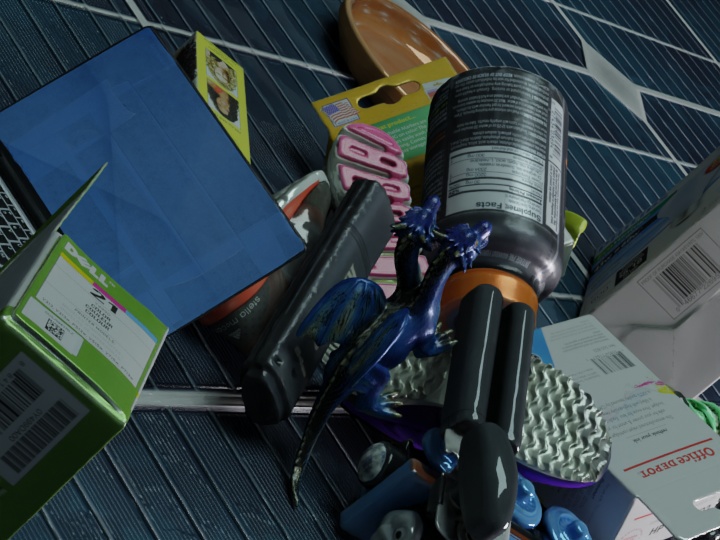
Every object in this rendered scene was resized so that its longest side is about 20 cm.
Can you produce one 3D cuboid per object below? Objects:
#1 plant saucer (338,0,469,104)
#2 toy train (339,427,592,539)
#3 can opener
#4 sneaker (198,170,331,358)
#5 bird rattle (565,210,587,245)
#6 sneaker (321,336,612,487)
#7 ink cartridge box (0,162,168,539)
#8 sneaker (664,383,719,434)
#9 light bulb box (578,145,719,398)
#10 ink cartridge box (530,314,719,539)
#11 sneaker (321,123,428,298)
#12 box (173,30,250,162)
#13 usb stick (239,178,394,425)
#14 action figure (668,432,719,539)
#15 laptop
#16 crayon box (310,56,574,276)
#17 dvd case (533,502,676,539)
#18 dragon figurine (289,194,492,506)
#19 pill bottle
[{"bbox_3d":[0.051,-0.170,1.967,0.200,0.037,0.200,37,24,-19],"label":"plant saucer"},{"bbox_3d":[0.078,0.181,1.351,0.200,0.087,0.114,35,30,-27],"label":"toy train"},{"bbox_3d":[0.084,0.086,1.316,0.053,0.067,0.200,29,47,-20],"label":"can opener"},{"bbox_3d":[-0.055,0.004,1.448,0.082,0.077,0.200,52,31,-12],"label":"sneaker"},{"bbox_3d":[0.079,-0.054,1.742,0.163,0.113,0.200,-14,59,-44],"label":"bird rattle"},{"bbox_3d":[0.068,0.093,1.429,0.200,0.100,0.070,23,66,6],"label":"sneaker"},{"bbox_3d":[-0.164,0.048,1.054,0.076,0.148,0.200,42,22,-11],"label":"ink cartridge box"},{"bbox_3d":[0.252,0.119,1.663,0.077,0.089,0.200,60,-3,21],"label":"sneaker"},{"bbox_3d":[0.312,-0.004,1.934,0.125,0.198,0.200,45,21,-7],"label":"light bulb box"},{"bbox_3d":[0.173,0.125,1.475,0.115,0.068,0.200,-13,47,-41],"label":"ink cartridge box"},{"bbox_3d":[0.000,0.000,1.536,0.074,0.087,0.200,4,62,-21],"label":"sneaker"},{"bbox_3d":[-0.116,-0.080,1.464,0.050,0.075,0.200,37,22,-27],"label":"box"},{"bbox_3d":[-0.026,0.017,1.377,0.033,0.056,0.200,10,43,20],"label":"usb stick"},{"bbox_3d":[0.277,0.174,1.574,0.119,0.102,0.200,58,19,7],"label":"action figure"},{"bbox_3d":[-0.168,-0.049,1.259,0.187,0.116,0.200,54,23,20],"label":"laptop"},{"bbox_3d":[0.059,-0.062,1.670,0.126,0.052,0.200,-21,60,-20],"label":"crayon box"},{"bbox_3d":[0.166,0.160,1.573,0.200,0.025,0.150,23,26,-44],"label":"dvd case"},{"bbox_3d":[0.003,0.042,1.313,0.059,0.200,0.099,40,-10,29],"label":"dragon figurine"},{"bbox_3d":[0.095,-0.041,1.564,0.106,0.106,0.200,32,48,-31],"label":"pill bottle"}]
